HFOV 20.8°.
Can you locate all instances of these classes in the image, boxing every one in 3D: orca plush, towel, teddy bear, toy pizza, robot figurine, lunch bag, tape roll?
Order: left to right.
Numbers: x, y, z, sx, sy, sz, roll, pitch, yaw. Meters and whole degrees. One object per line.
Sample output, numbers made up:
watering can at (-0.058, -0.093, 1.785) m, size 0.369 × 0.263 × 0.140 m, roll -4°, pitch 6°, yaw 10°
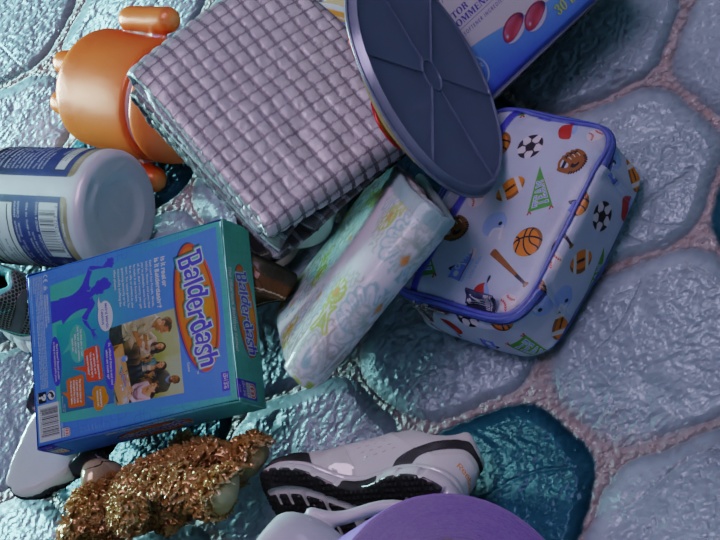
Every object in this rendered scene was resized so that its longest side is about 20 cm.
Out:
orca plush at (-0.223, 0.114, 1.678) m, size 0.105 × 0.071 × 0.201 m, roll 24°, pitch 90°, yaw 30°
robot figurine at (-0.203, -0.161, 1.832) m, size 0.199 × 0.117 × 0.144 m, roll 15°, pitch 66°, yaw 39°
teddy bear at (-0.160, 0.169, 1.574) m, size 0.199 × 0.067 × 0.145 m, roll -10°, pitch 27°, yaw 48°
towel at (-0.066, -0.125, 1.566) m, size 0.165 × 0.086 × 0.200 m, roll -37°, pitch 72°, yaw -16°
towel at (0.000, 0.000, 1.558) m, size 0.172 × 0.048 × 0.200 m, roll -54°, pitch 11°, yaw 7°
toy pizza at (0.044, -0.144, 1.513) m, size 0.032 × 0.200 × 0.201 m, roll -27°, pitch 48°, yaw 28°
tape roll at (0.055, 0.255, 1.322) m, size 0.066 × 0.199 × 0.201 m, roll -40°, pitch 30°, yaw 59°
lunch bag at (0.119, -0.032, 1.565) m, size 0.160 × 0.076 × 0.201 m, roll 18°, pitch 69°, yaw 42°

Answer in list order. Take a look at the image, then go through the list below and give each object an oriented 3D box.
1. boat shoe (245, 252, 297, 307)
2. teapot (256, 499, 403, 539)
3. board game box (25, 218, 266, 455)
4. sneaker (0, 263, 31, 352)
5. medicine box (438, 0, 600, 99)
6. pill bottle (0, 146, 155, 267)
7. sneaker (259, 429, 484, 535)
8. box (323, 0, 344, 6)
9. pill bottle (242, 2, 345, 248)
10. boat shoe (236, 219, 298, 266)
boat shoe at (-0.124, 0.019, 1.675) m, size 0.200 × 0.075 × 0.074 m, roll 4°, pitch 74°, yaw 58°
teapot at (-0.039, 0.278, 1.404) m, size 0.146 × 0.201 × 0.197 m, roll 31°, pitch 34°, yaw 6°
board game box at (-0.177, 0.057, 1.599) m, size 0.199 × 0.045 × 0.153 m, roll -14°, pitch 72°, yaw 26°
sneaker at (-0.358, 0.013, 1.825) m, size 0.199 × 0.091 × 0.078 m, roll 10°, pitch 64°, yaw 37°
medicine box at (0.091, -0.260, 1.650) m, size 0.182 × 0.103 × 0.200 m, roll -43°, pitch 89°, yaw 0°
pill bottle at (-0.298, -0.059, 1.823) m, size 0.199 × 0.111 × 0.112 m, roll 4°, pitch 62°, yaw 34°
sneaker at (0.010, 0.164, 1.514) m, size 0.199 × 0.074 × 0.080 m, roll -3°, pitch 29°, yaw 37°
box at (0.062, -0.236, 1.775) m, size 0.163 × 0.021 × 0.200 m, roll -43°, pitch 48°, yaw 1°
pill bottle at (-0.046, -0.122, 1.677) m, size 0.111 × 0.112 × 0.201 m, roll -9°, pitch 50°, yaw 27°
boat shoe at (-0.092, -0.089, 1.744) m, size 0.071 × 0.068 × 0.201 m, roll -20°, pitch 53°, yaw 20°
